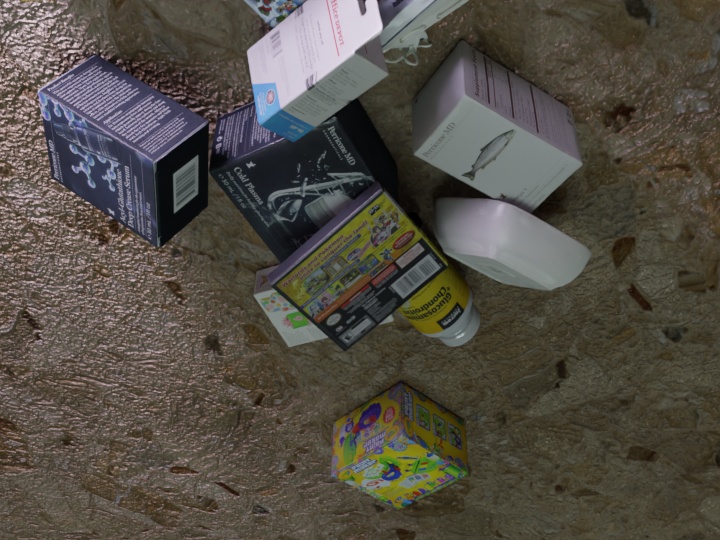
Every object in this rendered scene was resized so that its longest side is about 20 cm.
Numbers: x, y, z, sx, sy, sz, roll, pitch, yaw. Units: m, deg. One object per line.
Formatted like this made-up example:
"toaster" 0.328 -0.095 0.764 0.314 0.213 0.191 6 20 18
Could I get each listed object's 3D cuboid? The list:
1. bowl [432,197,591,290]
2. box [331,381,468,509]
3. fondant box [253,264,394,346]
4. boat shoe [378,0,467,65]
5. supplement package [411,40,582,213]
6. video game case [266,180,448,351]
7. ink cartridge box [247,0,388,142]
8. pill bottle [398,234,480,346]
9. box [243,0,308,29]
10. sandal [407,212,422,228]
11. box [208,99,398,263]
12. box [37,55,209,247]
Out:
"bowl" 0.207 -0.034 1.257 0.197 0.076 0.199 27 172 -28
"box" 0.077 0.350 1.710 0.191 0.124 0.199 34 128 -30
"fondant box" -0.058 0.042 1.436 0.196 0.059 0.145 -15 134 15
"boat shoe" 0.059 -0.298 1.071 0.200 0.076 0.086 -36 131 20
"supplement package" 0.178 -0.184 1.149 0.197 0.119 0.117 24 134 -22
"video game case" 0.000 0.000 1.199 0.199 0.026 0.181 -39 129 9
"ink cartridge box" -0.039 -0.257 1.027 0.198 0.118 0.066 -29 149 31
"pill bottle" 0.110 0.034 1.385 0.111 0.114 0.200 -25 131 25
"box" -0.098 -0.367 0.988 0.135 0.041 0.199 -26 143 25
"sandal" 0.012 -0.023 1.294 0.048 0.201 0.075 49 157 -18
"box" -0.072 -0.141 1.197 0.193 0.126 0.201 -21 133 19
"box" -0.304 -0.156 1.131 0.198 0.107 0.150 31 140 17
